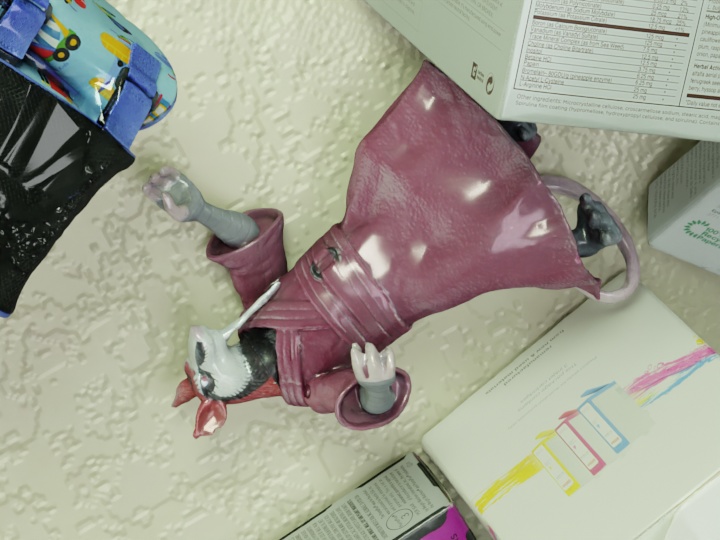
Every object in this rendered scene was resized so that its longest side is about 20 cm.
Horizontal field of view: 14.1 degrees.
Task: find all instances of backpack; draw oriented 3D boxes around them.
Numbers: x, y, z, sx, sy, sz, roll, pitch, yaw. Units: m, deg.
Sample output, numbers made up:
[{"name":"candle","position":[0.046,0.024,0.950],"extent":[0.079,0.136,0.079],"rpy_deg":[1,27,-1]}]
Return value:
[{"name":"backpack","position":[-0.191,-0.093,1.063],"extent":[0.200,0.183,0.135],"rpy_deg":[39,92,-29]}]

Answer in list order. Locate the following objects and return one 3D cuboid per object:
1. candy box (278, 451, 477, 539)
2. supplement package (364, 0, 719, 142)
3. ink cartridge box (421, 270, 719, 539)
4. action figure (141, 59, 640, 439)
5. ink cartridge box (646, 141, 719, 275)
[{"name":"candy box","position":[-0.020,0.195,1.301],"extent":[0.199,0.061,0.137],"rpy_deg":[-33,117,-4]},{"name":"supplement package","position":[0.104,-0.174,1.131],"extent":[0.146,0.191,0.201],"rpy_deg":[4,109,-21]},{"name":"ink cartridge box","position":[0.136,0.115,1.245],"extent":[0.125,0.200,0.129],"rpy_deg":[-39,117,-1]},{"name":"action figure","position":[0.000,0.000,1.234],"extent":[0.200,0.134,0.149],"rpy_deg":[-37,160,11]},{"name":"ink cartridge box","position":[0.259,-0.039,1.258],"extent":[0.195,0.044,0.200],"rpy_deg":[22,140,-24]}]
